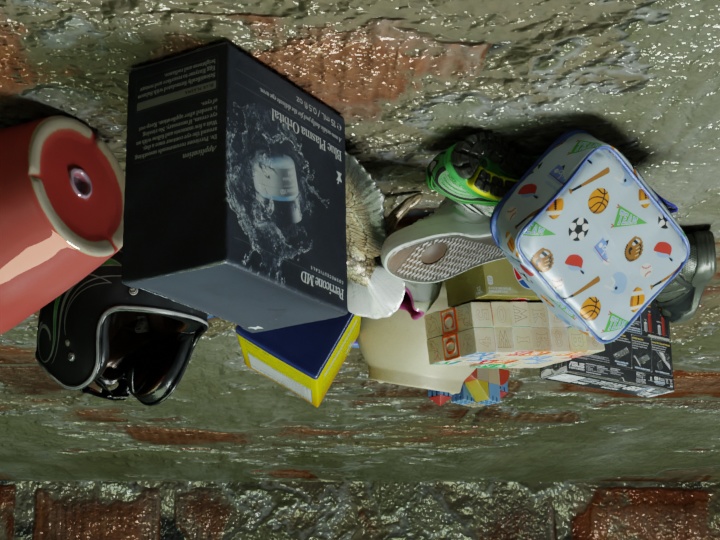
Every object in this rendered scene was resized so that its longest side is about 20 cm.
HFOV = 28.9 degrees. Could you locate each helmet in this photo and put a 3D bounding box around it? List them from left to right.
[{"bbox_3d":[-0.278,0.049,1.644,0.199,0.192,0.200,27,-174,-3],"label":"helmet"}]

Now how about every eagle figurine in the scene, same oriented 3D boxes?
[{"bbox_3d":[-0.034,-0.043,1.468,0.150,0.153,0.200,14,175,26],"label":"eagle figurine"}]

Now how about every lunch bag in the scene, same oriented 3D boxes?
[{"bbox_3d":[0.234,-0.034,1.393,0.200,0.160,0.075,44,176,-33],"label":"lunch bag"}]

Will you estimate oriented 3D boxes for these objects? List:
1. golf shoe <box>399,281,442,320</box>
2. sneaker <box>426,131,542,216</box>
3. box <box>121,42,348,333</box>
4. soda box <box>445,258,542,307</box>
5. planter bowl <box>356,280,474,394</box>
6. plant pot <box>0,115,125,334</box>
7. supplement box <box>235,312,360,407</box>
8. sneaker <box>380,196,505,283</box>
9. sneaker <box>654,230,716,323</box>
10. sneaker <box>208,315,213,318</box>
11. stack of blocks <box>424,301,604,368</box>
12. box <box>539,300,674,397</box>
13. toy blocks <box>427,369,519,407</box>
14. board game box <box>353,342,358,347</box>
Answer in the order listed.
[{"bbox_3d":[0.000,0.000,1.614,0.198,0.092,0.076,10,152,14],"label":"golf shoe"},{"bbox_3d":[0.154,-0.087,1.437,0.199,0.079,0.085,23,160,-33],"label":"sneaker"},{"bbox_3d":[-0.108,-0.067,1.256,0.116,0.202,0.196,-10,161,29],"label":"box"},{"bbox_3d":[0.190,0.008,1.607,0.199,0.065,0.067,2,166,-39],"label":"soda box"},{"bbox_3d":[0.077,0.082,1.764,0.198,0.136,0.200,9,178,0],"label":"planter bowl"},{"bbox_3d":[-0.331,-0.053,1.353,0.176,0.202,0.200,-22,155,27],"label":"plant pot"},{"bbox_3d":[-0.069,0.071,1.630,0.108,0.110,0.200,30,166,6],"label":"supplement box"},{"bbox_3d":[0.091,-0.044,1.476,0.199,0.085,0.073,-11,140,-35],"label":"sneaker"},{"bbox_3d":[0.368,0.009,1.727,0.113,0.077,0.200,0,160,5],"label":"sneaker"},{"bbox_3d":[-0.148,0.019,1.753,0.078,0.076,0.199,9,162,-38],"label":"sneaker"},{"bbox_3d":[0.170,0.076,1.618,0.198,0.059,0.115,2,166,-36],"label":"stack of blocks"},{"bbox_3d":[0.311,0.069,1.776,0.199,0.159,0.050,11,159,-35],"label":"box"},{"bbox_3d":[0.163,0.133,2.010,0.099,0.138,0.199,-17,157,42],"label":"toy blocks"},{"bbox_3d":[-0.043,0.062,1.933,0.198,0.045,0.134,9,160,-28],"label":"board game box"}]
